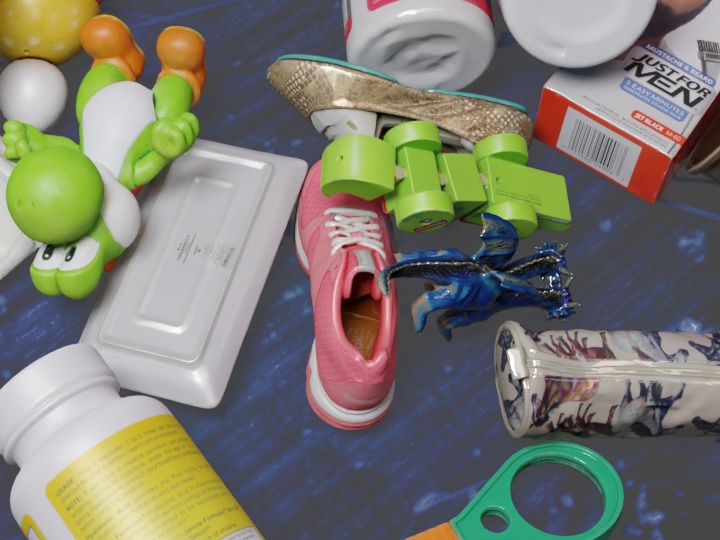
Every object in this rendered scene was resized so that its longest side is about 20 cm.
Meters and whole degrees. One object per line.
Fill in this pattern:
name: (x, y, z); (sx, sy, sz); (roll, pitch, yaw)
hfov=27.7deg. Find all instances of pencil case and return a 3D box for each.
pencil case: (0.184, 0.074, 0.972); (0.198, 0.090, 0.078); (2, 62, -10)

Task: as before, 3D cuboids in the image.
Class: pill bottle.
pill bottle: (0.038, -0.238, 1.094); (0.110, 0.111, 0.201); (1, 62, -11)
pill bottle: (-0.134, 0.145, 0.852); (0.111, 0.111, 0.200); (-32, 73, -25)
pill bottle: (0.148, -0.235, 1.078); (0.111, 0.113, 0.200); (9, 28, -7)

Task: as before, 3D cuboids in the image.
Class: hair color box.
hair color box: (0.229, -0.158, 1.114); (0.110, 0.064, 0.200); (31, 59, 14)

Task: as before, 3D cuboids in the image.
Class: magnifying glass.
magnifying glass: (0.078, 0.165, 0.930); (0.199, 0.022, 0.080); (-17, 51, -21)

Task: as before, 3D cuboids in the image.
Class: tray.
tray: (-0.114, -0.009, 0.975); (0.107, 0.022, 0.201); (13, 60, 11)

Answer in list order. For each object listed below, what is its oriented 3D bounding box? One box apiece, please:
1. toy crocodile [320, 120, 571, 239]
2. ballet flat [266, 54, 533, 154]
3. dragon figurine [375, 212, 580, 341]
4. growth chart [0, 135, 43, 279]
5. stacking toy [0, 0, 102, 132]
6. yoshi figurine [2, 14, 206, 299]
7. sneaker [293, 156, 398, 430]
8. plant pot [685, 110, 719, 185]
toy crocodile: (0.064, -0.055, 0.991); (0.199, 0.062, 0.068); (5, 66, -36)
ballet flat: (0.026, -0.104, 1.048); (0.198, 0.071, 0.066); (11, 75, -2)
dragon figurine: (0.080, 0.001, 0.959); (0.099, 0.200, 0.059); (-23, 67, 19)
growth chart: (-0.291, -0.023, 0.962); (0.200, 0.018, 0.145); (-39, 75, -27)
stacking toy: (-0.226, -0.195, 1.020); (0.145, 0.146, 0.202); (3, 77, -10)
yoshi figurine: (-0.170, -0.082, 0.945); (0.112, 0.112, 0.201); (31, 57, -25)
sneaker: (0.000, 0.000, 0.972); (0.073, 0.087, 0.201); (1, 62, -12)
plant pot: (0.375, -0.090, 1.052); (0.198, 0.200, 0.201); (38, 61, 1)
